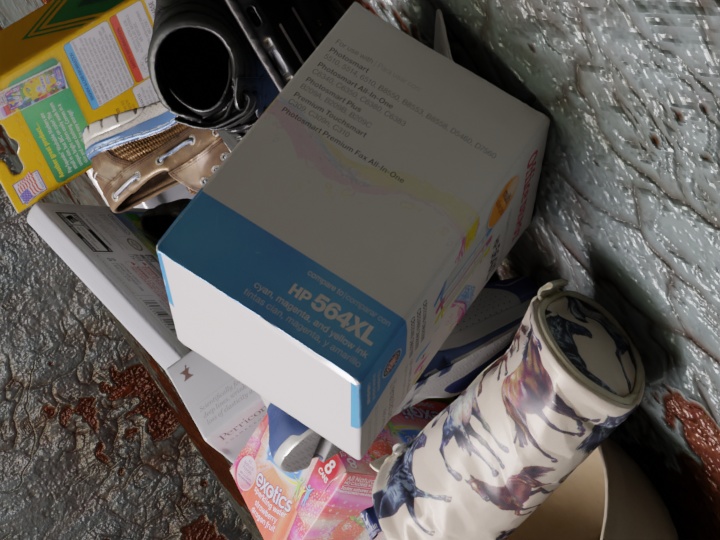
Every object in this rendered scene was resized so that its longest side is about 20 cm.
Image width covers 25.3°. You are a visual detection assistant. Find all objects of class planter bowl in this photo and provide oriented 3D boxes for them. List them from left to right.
[{"bbox_3d":[0.125,0.198,1.005,0.135,0.201,0.200,31,178,-29],"label":"planter bowl"}]

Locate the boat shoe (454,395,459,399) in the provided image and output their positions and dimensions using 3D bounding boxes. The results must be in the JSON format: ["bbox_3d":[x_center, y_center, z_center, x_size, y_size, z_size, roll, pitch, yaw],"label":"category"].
[{"bbox_3d":[0.031,0.077,1.226,0.084,0.069,0.200,43,164,37],"label":"boat shoe"}]

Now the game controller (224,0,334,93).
[{"bbox_3d":[-0.042,-0.138,0.968,0.200,0.042,0.104,58,-154,-15],"label":"game controller"}]

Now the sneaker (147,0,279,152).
[{"bbox_3d":[-0.074,-0.095,0.993,0.200,0.071,0.099,59,-159,-28],"label":"sneaker"}]

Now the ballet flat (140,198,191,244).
[{"bbox_3d":[-0.117,-0.001,1.232,0.200,0.057,0.067,-138,46,-58],"label":"ballet flat"}]

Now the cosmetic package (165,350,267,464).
[{"bbox_3d":[-0.051,0.107,1.196,0.074,0.102,0.200,56,-177,31],"label":"cosmetic package"}]

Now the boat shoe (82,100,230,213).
[{"bbox_3d":[-0.102,-0.088,1.107,0.200,0.072,0.073,-15,86,35],"label":"boat shoe"}]

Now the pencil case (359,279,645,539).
[{"bbox_3d":[0.080,0.093,0.910,0.089,0.078,0.200,45,128,8],"label":"pencil case"}]

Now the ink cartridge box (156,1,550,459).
[{"bbox_3d":[0.006,-0.029,0.847,0.125,0.200,0.129,33,161,13],"label":"ink cartridge box"}]

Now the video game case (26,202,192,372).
[{"bbox_3d":[-0.143,0.016,1.274,0.200,0.022,0.182,43,-158,26],"label":"video game case"}]

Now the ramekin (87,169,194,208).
[{"bbox_3d":[-0.189,-0.099,1.493,0.201,0.098,0.201,51,165,19],"label":"ramekin"}]

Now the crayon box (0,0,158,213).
[{"bbox_3d":[-0.210,-0.149,1.231,0.052,0.200,0.126,46,163,37],"label":"crayon box"}]

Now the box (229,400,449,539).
[{"bbox_3d":[0.024,0.154,1.134,0.200,0.095,0.103,15,-150,-38],"label":"box"}]

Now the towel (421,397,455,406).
[{"bbox_3d":[0.053,0.153,1.254,0.018,0.086,0.200,56,176,36],"label":"towel"}]

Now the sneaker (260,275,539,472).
[{"bbox_3d":[0.009,0.026,0.943,0.115,0.199,0.081,57,149,17],"label":"sneaker"}]
